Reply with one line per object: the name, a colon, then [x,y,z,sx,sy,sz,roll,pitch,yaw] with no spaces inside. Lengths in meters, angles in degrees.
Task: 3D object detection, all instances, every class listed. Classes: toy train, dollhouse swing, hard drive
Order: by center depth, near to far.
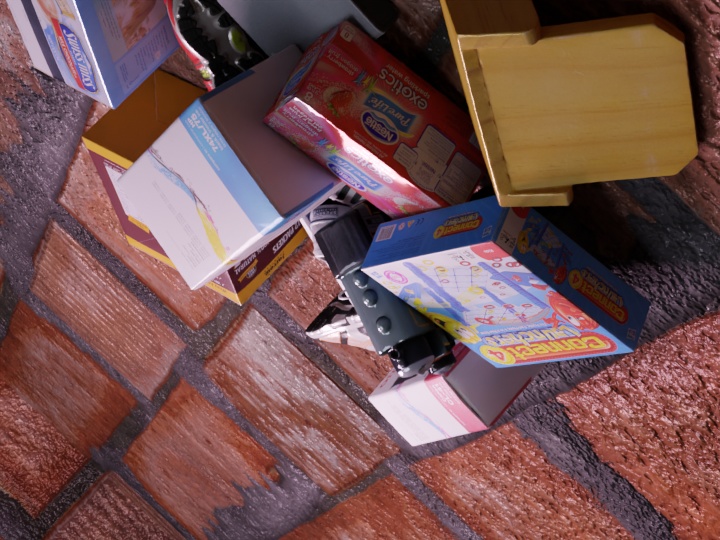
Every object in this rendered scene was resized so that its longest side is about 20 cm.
dollhouse swing: [0.174,-0.177,1.359,0.200,0.176,0.182,69,-174,-45]
hard drive: [-0.057,-0.261,1.572,0.140,0.033,0.200,46,156,-9]
toy train: [0.030,0.019,1.632,0.085,0.114,0.200,-30,80,29]

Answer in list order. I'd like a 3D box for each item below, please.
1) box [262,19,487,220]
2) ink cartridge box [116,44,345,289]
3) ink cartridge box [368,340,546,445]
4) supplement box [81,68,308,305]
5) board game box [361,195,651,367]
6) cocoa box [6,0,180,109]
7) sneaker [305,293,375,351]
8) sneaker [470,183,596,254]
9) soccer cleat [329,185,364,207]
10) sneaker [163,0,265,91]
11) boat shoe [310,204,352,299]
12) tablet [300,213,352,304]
box: [0.020,-0.134,1.539,0.200,0.100,0.095,36,158,-15]
ink cartridge box: [-0.120,-0.102,1.632,0.146,0.147,0.200,54,140,0]
ink cartridge box: [0.115,0.110,1.779,0.086,0.148,0.200,47,155,-10]
supplement box: [-0.194,-0.100,1.920,0.197,0.133,0.200,27,151,30]
board game box: [0.137,0.015,1.527,0.196,0.056,0.200,36,153,-26]
cocoa box: [-0.294,-0.303,1.739,0.131,0.133,0.200,29,153,26]
sneaker: [0.000,0.072,1.984,0.080,0.074,0.200,46,157,-15]
sneaker: [0.133,-0.055,1.566,0.200,0.076,0.091,7,147,39]
soccer cleat: [-0.001,-0.093,1.724,0.200,0.069,0.085,2,130,49]
sneaker: [-0.151,-0.235,1.736,0.085,0.077,0.200,45,165,51]
boat shoe: [0.004,-0.001,1.763,0.075,0.086,0.202,-5,160,22]
tablet: [-0.040,-0.035,1.850,0.200,0.014,0.130,58,-171,-30]
